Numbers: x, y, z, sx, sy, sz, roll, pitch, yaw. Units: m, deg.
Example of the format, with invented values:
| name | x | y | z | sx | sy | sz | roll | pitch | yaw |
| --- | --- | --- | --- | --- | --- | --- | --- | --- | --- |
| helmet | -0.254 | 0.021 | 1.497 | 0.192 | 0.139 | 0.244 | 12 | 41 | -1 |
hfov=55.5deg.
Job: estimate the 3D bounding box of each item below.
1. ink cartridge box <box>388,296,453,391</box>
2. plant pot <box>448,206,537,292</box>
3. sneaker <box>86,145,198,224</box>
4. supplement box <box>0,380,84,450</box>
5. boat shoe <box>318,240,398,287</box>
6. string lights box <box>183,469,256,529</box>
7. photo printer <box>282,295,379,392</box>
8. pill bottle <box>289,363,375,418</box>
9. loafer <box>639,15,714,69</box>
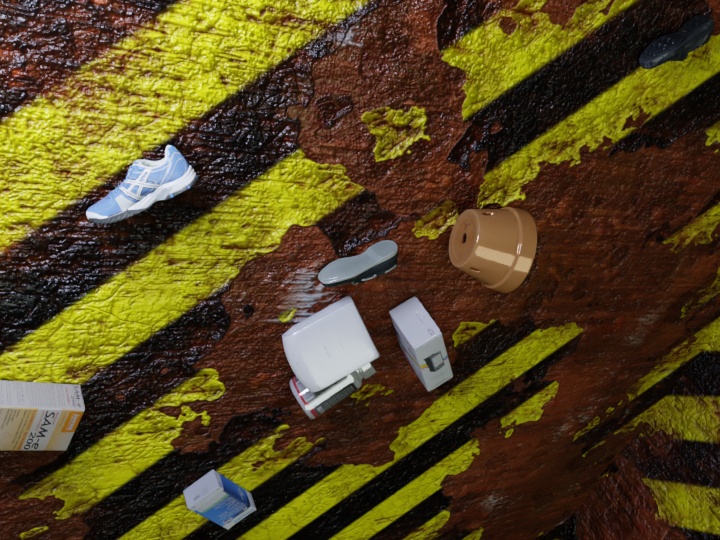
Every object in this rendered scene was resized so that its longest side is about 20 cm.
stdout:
| name | x | y | z | sx | sy | sz | roll | pitch | yaw |
| --- | --- | --- | --- | --- | --- | --- | --- | --- | --- |
| ink cartridge box | 0.156 | 0.189 | 1.753 | 0.085 | 0.148 | 0.201 | -29 | 137 | -7 |
| plant pot | 0.298 | -0.059 | 1.605 | 0.138 | 0.201 | 0.202 | 12 | 122 | -20 |
| sneaker | -0.383 | -0.145 | 1.178 | 0.198 | 0.076 | 0.078 | -29 | 115 | -7 |
| supplement box | -0.672 | 0.292 | 1.367 | 0.198 | 0.074 | 0.127 | 11 | 121 | -39 |
| boat shoe | 0.000 | 0.000 | 1.538 | 0.197 | 0.076 | 0.061 | -21 | 131 | -14 |
| string lights box | -0.380 | 0.627 | 1.866 | 0.102 | 0.059 | 0.201 | -34 | 138 | 0 |
| photo printer | -0.075 | 0.178 | 1.604 | 0.198 | 0.069 | 0.168 | -27 | 102 | -7 |
| pill bottle | -0.068 | 0.267 | 1.704 | 0.198 | 0.114 | 0.114 | -33 | 138 | -2 |
| loafer | 0.720 | -0.504 | 1.553 | 0.199 | 0.068 | 0.071 | -32 | 129 | -9 |
